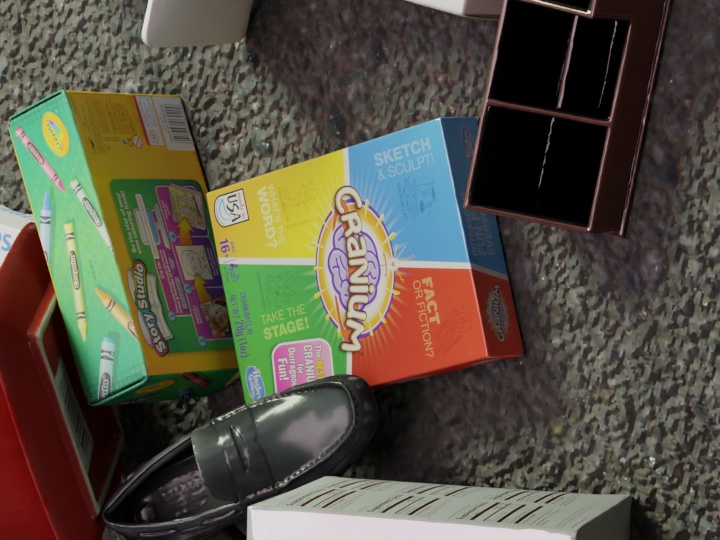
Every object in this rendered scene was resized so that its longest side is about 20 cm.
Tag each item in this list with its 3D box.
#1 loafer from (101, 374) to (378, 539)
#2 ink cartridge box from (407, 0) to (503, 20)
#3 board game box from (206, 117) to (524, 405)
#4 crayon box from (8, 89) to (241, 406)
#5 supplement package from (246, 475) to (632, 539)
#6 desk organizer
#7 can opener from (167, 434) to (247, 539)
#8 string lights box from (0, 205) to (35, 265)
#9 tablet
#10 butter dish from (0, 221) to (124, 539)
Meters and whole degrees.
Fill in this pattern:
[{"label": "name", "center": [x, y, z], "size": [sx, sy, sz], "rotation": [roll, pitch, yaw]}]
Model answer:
[{"label": "loafer", "center": [-0.076, 0.123, 1.747], "size": [0.200, 0.070, 0.068], "rotation": [-30, 70, 27]}, {"label": "ink cartridge box", "center": [0.021, -0.247, 1.699], "size": [0.199, 0.083, 0.146], "rotation": [20, 105, 33]}, {"label": "board game box", "center": [0.000, 0.000, 1.759], "size": [0.199, 0.040, 0.154], "rotation": [-17, 82, 37]}, {"label": "crayon box", "center": [-0.148, -0.016, 1.824], "size": [0.058, 0.119, 0.201], "rotation": [-24, 77, 34]}, {"label": "supplement package", "center": [0.046, 0.228, 1.633], "size": [0.199, 0.147, 0.193], "rotation": [2, 93, 19]}, {"label": "desk organizer", "center": [0.125, -0.124, 1.632], "size": [0.071, 0.077, 0.201], "rotation": [18, 103, 36]}, {"label": "can opener", "center": [-0.061, 0.179, 1.812], "size": [0.200, 0.067, 0.054], "rotation": [41, 105, 44]}, {"label": "string lights box", "center": [-0.251, 0.063, 1.946], "size": [0.102, 0.059, 0.201], "rotation": [16, 102, 38]}, {"label": "tablet", "center": [-0.083, -0.240, 1.758], "size": [0.014, 0.130, 0.201], "rotation": [19, 104, 24]}, {"label": "butter dish", "center": [-0.248, 0.096, 1.814], "size": [0.147, 0.200, 0.201], "rotation": [-14, 108, 7]}]
